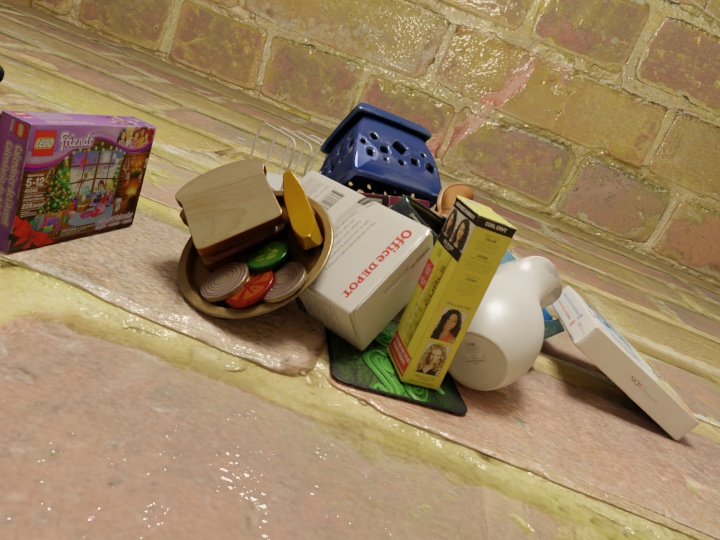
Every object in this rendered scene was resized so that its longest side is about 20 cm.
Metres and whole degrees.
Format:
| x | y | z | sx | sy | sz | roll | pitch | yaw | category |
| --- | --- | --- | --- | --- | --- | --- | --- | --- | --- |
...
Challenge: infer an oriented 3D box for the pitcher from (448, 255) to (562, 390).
| x | y | z | sx | sy | sz | roll | pitch | yaw | category |
| --- | --- | --- | --- | --- | --- | --- | --- | --- | --- |
| 0.156 | 0.064 | 0.740 | 0.171 | 0.122 | 0.200 | -12 | 19 | 36 | pitcher |

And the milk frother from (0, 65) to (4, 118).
| x | y | z | sx | sy | sz | roll | pitch | yaw | category |
| --- | --- | --- | --- | --- | --- | --- | --- | --- | --- |
| -0.479 | -0.153 | 0.653 | 0.187 | 0.181 | 0.200 | 22 | -25 | 0 | milk frother |

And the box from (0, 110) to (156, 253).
| x | y | z | sx | sy | sz | roll | pitch | yaw | category |
| --- | --- | --- | --- | --- | --- | --- | --- | --- | --- |
| -0.319 | -0.105 | 0.649 | 0.039 | 0.138 | 0.200 | 24 | 18 | 9 | box |

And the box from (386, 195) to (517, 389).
| x | y | z | sx | sy | sz | roll | pitch | yaw | category |
| --- | --- | --- | --- | --- | --- | --- | --- | --- | --- |
| 0.095 | 0.025 | 0.629 | 0.050 | 0.201 | 0.075 | 16 | 20 | -18 | box |

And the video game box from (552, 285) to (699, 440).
| x | y | z | sx | sy | sz | roll | pitch | yaw | category |
| --- | --- | --- | --- | --- | --- | --- | --- | --- | --- |
| 0.377 | 0.126 | 0.843 | 0.200 | 0.047 | 0.182 | 42 | 19 | -6 | video game box |

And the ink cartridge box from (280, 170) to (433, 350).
| x | y | z | sx | sy | sz | roll | pitch | yaw | category |
| --- | --- | --- | --- | --- | --- | --- | --- | --- | --- |
| -0.030 | -0.018 | 0.699 | 0.200 | 0.085 | 0.146 | 31 | 64 | 31 | ink cartridge box |

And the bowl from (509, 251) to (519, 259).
| x | y | z | sx | sy | sz | roll | pitch | yaw | category |
| --- | --- | --- | --- | --- | --- | --- | --- | --- | --- |
| 0.230 | 0.006 | 1.043 | 0.200 | 0.095 | 0.201 | 20 | 19 | -7 | bowl |

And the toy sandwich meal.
| x | y | z | sx | sy | sz | roll | pitch | yaw | category |
| --- | --- | --- | --- | --- | --- | --- | --- | --- | --- |
| -0.125 | -0.041 | 0.639 | 0.204 | 0.070 | 0.206 | -8 | 50 | 9 | toy sandwich meal |

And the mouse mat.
| x | y | z | sx | sy | sz | roll | pitch | yaw | category |
| --- | --- | --- | --- | --- | --- | --- | --- | --- | --- |
| 0.034 | 0.097 | 0.690 | 0.160 | 0.008 | 0.200 | 18 | 19 | -13 | mouse mat |

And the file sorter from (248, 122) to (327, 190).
| x | y | z | sx | sy | sz | roll | pitch | yaw | category |
| --- | --- | --- | --- | --- | --- | --- | --- | --- | --- |
| -0.128 | -0.232 | 1.263 | 0.139 | 0.125 | 0.199 | 35 | 22 | 35 | file sorter |

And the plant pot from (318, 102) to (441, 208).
| x | y | z | sx | sy | sz | roll | pitch | yaw | category |
| --- | --- | --- | --- | --- | --- | --- | --- | --- | --- |
| 0.028 | -0.203 | 1.138 | 0.199 | 0.200 | 0.181 | 14 | 64 | -25 | plant pot |

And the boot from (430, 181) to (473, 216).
| x | y | z | sx | sy | sz | roll | pitch | yaw | category |
| --- | --- | --- | --- | --- | --- | --- | --- | --- | --- |
| 0.191 | -0.086 | 1.013 | 0.155 | 0.077 | 0.200 | 28 | 33 | 28 | boot |

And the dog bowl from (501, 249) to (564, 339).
| x | y | z | sx | sy | sz | roll | pitch | yaw | category |
| --- | --- | --- | --- | --- | --- | --- | --- | --- | --- |
| 0.247 | 0.038 | 0.901 | 0.200 | 0.049 | 0.112 | 49 | 7 | -32 | dog bowl |

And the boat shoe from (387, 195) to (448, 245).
| x | y | z | sx | sy | sz | roll | pitch | yaw | category |
| --- | --- | --- | --- | --- | --- | --- | --- | --- | --- |
| 0.113 | -0.047 | 0.791 | 0.199 | 0.062 | 0.075 | 26 | 37 | -31 | boat shoe |

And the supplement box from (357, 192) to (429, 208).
| x | y | z | sx | sy | sz | roll | pitch | yaw | category |
| --- | --- | --- | --- | --- | --- | --- | --- | --- | --- |
| 0.002 | -0.086 | 0.961 | 0.199 | 0.086 | 0.110 | 12 | 8 | 41 | supplement box |
